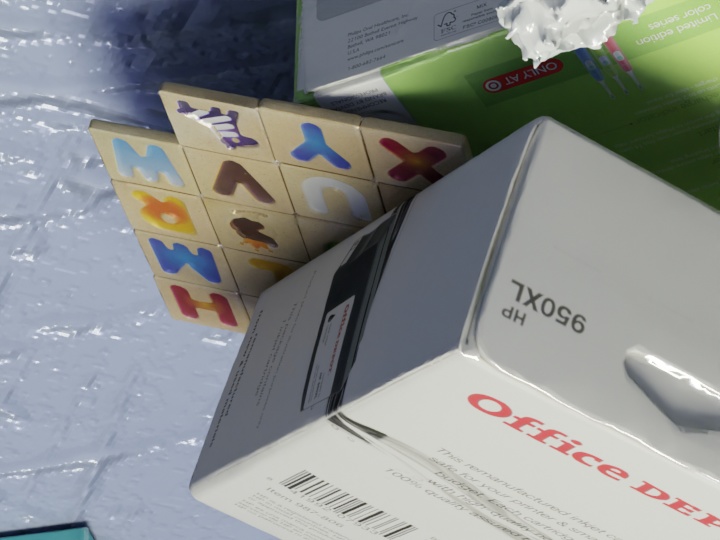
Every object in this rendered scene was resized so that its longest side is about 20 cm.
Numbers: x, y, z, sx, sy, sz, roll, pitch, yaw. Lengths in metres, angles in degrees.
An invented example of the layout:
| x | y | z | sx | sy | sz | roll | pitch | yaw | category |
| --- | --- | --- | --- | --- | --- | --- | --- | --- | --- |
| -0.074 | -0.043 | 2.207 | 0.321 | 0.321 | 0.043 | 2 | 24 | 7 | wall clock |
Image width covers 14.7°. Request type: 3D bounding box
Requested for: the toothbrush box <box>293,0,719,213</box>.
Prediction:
| x | y | z | sx | sy | sz | roll | pitch | yaw | category |
| --- | --- | --- | --- | --- | --- | --- | --- | --- | --- |
| 0.088 | -0.051 | 0.923 | 0.146 | 0.086 | 0.200 | -18 | 139 | 23 | toothbrush box |

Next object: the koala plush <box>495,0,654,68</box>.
| x | y | z | sx | sy | sz | roll | pitch | yaw | category |
| --- | --- | --- | --- | --- | --- | --- | --- | --- | --- |
| 0.111 | -0.151 | 0.730 | 0.184 | 0.177 | 0.200 | 26 | 144 | -36 | koala plush |

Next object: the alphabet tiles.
| x | y | z | sx | sy | sz | roll | pitch | yaw | category |
| --- | --- | --- | --- | --- | --- | --- | --- | --- | --- |
| 0.000 | 0.000 | 0.935 | 0.166 | 0.006 | 0.200 | 11 | 154 | 16 | alphabet tiles |

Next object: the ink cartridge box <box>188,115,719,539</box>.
| x | y | z | sx | sy | sz | roll | pitch | yaw | category |
| --- | --- | --- | --- | --- | --- | --- | --- | --- | --- |
| 0.057 | 0.045 | 0.879 | 0.145 | 0.084 | 0.200 | 27 | 155 | -17 | ink cartridge box |

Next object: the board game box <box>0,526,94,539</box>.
| x | y | z | sx | sy | sz | roll | pitch | yaw | category |
| --- | --- | --- | --- | --- | --- | --- | --- | --- | --- |
| -0.199 | 0.183 | 1.253 | 0.200 | 0.047 | 0.151 | -8 | 142 | 8 | board game box |

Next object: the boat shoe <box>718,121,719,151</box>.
| x | y | z | sx | sy | sz | roll | pitch | yaw | category |
| --- | --- | --- | --- | --- | --- | --- | --- | --- | --- |
| 0.197 | -0.031 | 0.731 | 0.200 | 0.060 | 0.076 | -7 | 105 | 0 | boat shoe |
